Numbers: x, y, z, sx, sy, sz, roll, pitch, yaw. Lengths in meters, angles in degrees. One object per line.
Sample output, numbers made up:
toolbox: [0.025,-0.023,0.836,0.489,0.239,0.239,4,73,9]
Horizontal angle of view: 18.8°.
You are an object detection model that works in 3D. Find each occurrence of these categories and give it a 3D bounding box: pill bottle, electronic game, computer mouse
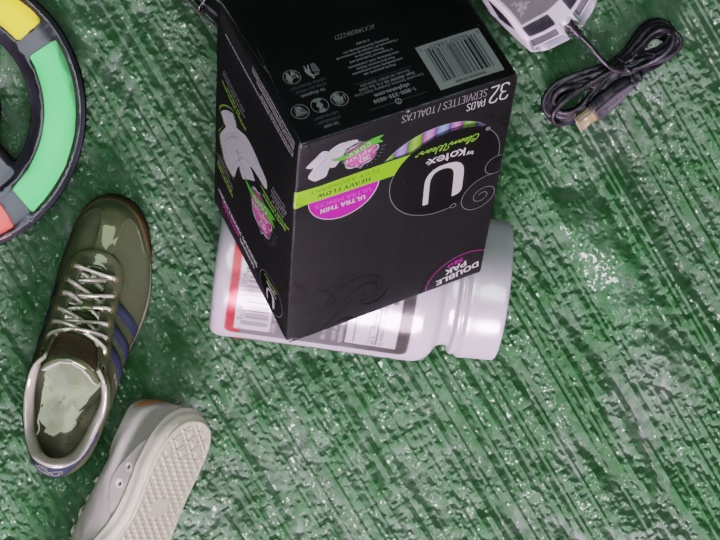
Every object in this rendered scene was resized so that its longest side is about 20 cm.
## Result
pill bottle: [0.000,0.000,1.490,0.198,0.114,0.115,8,95,-3]
electronic game: [-0.289,-0.111,1.505,0.198,0.042,0.202,0,96,-2]
computer mouse: [0.126,-0.195,1.500,0.109,0.044,0.200,-40,111,7]

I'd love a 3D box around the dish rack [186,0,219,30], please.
dish rack: [-0.027,-0.231,1.399,0.153,0.054,0.200,43,95,27]

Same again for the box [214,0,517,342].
box: [-0.002,-0.078,1.348,0.147,0.201,0.125,-18,58,-18]

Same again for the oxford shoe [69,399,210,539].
oxford shoe: [-0.171,0.176,1.534,0.058,0.075,0.201,36,105,36]

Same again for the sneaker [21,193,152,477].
sneaker: [-0.189,0.049,1.500,0.066,0.090,0.202,14,95,-3]
